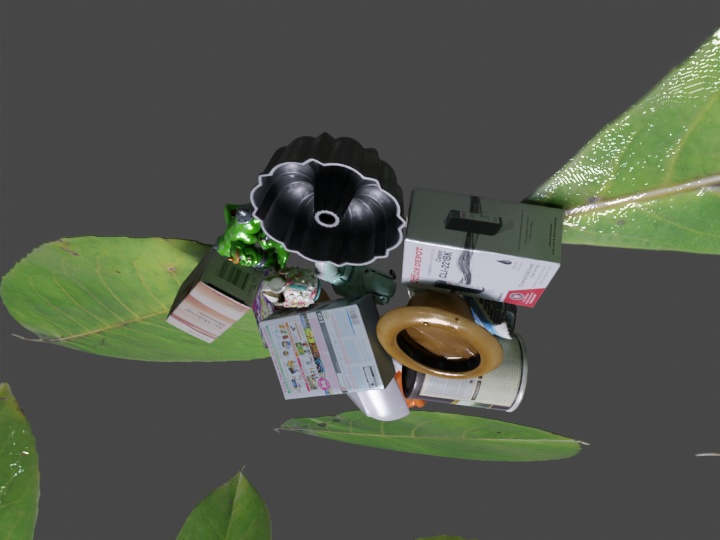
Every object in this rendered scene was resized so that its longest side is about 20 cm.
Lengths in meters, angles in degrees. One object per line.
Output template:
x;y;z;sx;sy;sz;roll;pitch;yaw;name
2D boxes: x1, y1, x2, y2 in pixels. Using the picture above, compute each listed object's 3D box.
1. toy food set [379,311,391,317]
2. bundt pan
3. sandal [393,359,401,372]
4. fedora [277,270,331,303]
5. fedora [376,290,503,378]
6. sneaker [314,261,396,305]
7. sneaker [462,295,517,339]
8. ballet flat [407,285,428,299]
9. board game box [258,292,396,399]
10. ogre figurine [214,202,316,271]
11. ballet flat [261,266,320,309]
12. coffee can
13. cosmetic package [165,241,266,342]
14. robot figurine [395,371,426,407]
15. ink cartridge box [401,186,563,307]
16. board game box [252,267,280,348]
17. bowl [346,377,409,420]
0.118;0.138;1.171;0.195;0.049;0.201;5;153;16;toy food set
-0.036;-0.094;0.717;0.198;0.077;0.203;8;145;5;bundt pan
0.024;0.172;1.210;0.207;0.059;0.079;45;-176;-37;sandal
-0.102;0.084;1.076;0.081;0.203;0.201;-17;167;-26;fedora
0.124;0.090;0.862;0.197;0.083;0.202;12;145;8;fedora
0.000;0.000;0.911;0.116;0.075;0.201;11;164;17;sneaker
0.199;0.063;0.946;0.089;0.079;0.200;1;152;30;sneaker
0.105;0.030;0.940;0.061;0.068;0.201;16;156;18;ballet flat
-0.056;0.129;0.936;0.197;0.064;0.150;-11;102;27;board game box
-0.152;-0.054;0.865;0.118;0.100;0.199;6;176;-28;ogre figurine
-0.125;0.025;0.917;0.063;0.077;0.199;8;170;-24;ballet flat
0.187;0.174;1.034;0.196;0.149;0.147;9;155;-6;coffee can
-0.261;0.045;0.999;0.102;0.088;0.200;29;144;-20;cosmetic package
0.093;0.262;1.356;0.142;0.118;0.200;-7;149;36;robot figurine
0.157;-0.029;0.767;0.196;0.085;0.145;10;156;7;ink cartridge box
-0.182;0.073;1.106;0.032;0.122;0.200;-10;163;-21;board game box
-0.002;0.194;1.095;0.202;0.074;0.200;66;166;-17;bowl
